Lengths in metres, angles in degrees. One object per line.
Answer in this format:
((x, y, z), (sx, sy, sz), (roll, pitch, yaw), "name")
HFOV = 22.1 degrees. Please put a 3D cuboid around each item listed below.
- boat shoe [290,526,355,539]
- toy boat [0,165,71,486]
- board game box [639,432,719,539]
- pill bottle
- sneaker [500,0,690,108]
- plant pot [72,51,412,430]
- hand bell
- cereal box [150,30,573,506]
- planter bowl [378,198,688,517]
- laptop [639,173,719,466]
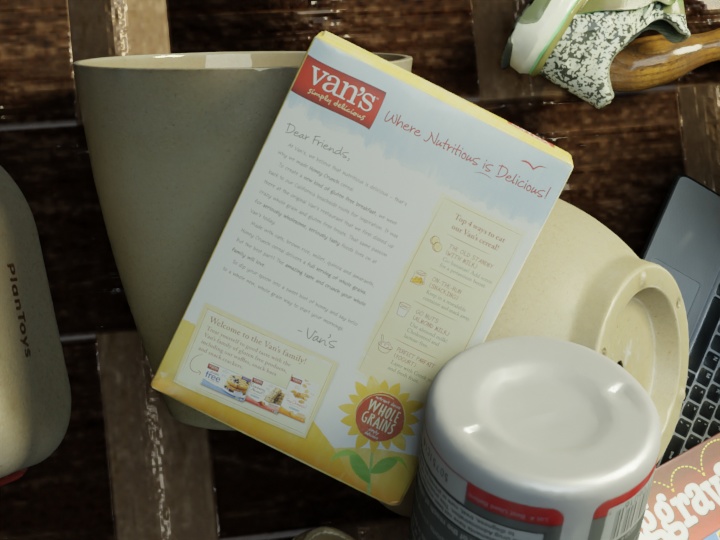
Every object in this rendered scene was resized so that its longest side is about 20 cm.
((-0.006, 0.207, 0.972), (0.071, 0.065, 0.200), (7, 40, -15), "boat shoe")
((-0.246, 0.025, 1.013), (0.130, 0.130, 0.201), (-12, 89, 14), "toy boat")
((0.205, 0.148, 1.038), (0.200, 0.019, 0.103), (-22, 72, -38), "board game box")
((0.079, 0.143, 0.926), (0.113, 0.114, 0.201), (-5, 128, -14), "pill bottle")
((0.175, -0.180, 1.139), (0.089, 0.077, 0.200), (39, 86, 3), "sneaker")
((-0.064, -0.018, 1.033), (0.186, 0.187, 0.201), (-2, 100, -14), "plant pot")
((0.236, -0.143, 1.165), (0.199, 0.104, 0.105), (-15, 90, -2), "hand bell")
((0.000, 0.000, 0.929), (0.143, 0.040, 0.201), (27, 102, -1), "cereal box")
((0.099, 0.048, 1.026), (0.200, 0.134, 0.201), (-12, 105, -54), "planter bowl")
((0.262, 0.065, 1.125), (0.199, 0.116, 0.188), (28, 79, -18), "laptop")
